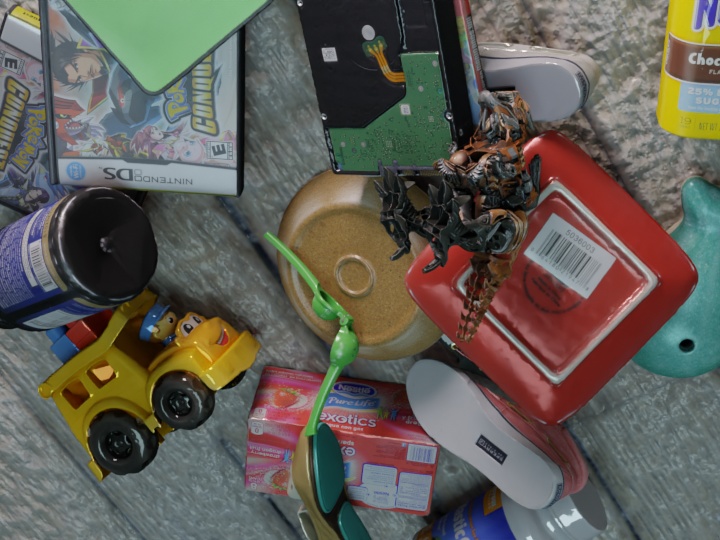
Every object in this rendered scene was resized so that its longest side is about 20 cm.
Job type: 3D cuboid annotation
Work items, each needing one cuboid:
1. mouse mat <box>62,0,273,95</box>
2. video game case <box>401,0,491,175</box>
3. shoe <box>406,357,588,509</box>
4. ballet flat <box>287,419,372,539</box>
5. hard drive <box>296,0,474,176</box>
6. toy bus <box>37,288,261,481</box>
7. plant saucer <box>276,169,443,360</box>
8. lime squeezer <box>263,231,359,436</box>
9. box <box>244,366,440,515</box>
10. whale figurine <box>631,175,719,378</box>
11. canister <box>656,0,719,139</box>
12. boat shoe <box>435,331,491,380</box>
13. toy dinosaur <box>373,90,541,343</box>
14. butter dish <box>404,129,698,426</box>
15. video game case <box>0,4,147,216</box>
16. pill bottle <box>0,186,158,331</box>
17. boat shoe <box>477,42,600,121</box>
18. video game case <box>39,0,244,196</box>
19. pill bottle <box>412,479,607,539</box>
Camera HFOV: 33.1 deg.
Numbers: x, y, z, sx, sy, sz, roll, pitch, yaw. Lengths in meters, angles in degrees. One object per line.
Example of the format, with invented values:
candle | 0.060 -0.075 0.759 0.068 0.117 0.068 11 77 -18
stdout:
mouse mat | -0.187 -0.266 1.029 0.161 0.008 0.200 -35 108 19
video game case | 0.041 -0.179 1.061 0.143 0.017 0.200 1 116 35
shoe | 0.138 0.160 1.219 0.200 0.091 0.072 41 111 28
ballet flat | -0.042 0.235 1.225 0.063 0.069 0.200 -3 121 26
hard drive | 0.021 -0.179 1.038 0.140 0.038 0.200 4 117 34
toy bus | -0.232 0.086 1.246 0.200 0.136 0.192 -36 94 22
plant saucer | 0.000 0.000 1.169 0.200 0.035 0.201 9 111 23
lime squeezer | -0.038 0.053 1.159 0.071 0.038 0.200 -15 86 34
box | -0.016 0.180 1.281 0.200 0.095 0.103 7 121 3
whale figurine | 0.312 0.014 1.138 0.159 0.104 0.200 15 121 -1
canister | 0.329 -0.214 1.014 0.148 0.087 0.200 2 122 6
boat shoe | 0.126 0.071 1.215 0.201 0.074 0.063 42 122 -14
toy dinosaur | 0.098 -0.045 0.990 0.136 0.200 0.102 -2 171 -34
butter dish | 0.168 0.003 1.110 0.200 0.148 0.199 44 95 -3
video game case | -0.283 -0.130 1.171 0.180 0.026 0.200 25 120 -8
pill bottle | -0.294 -0.003 1.161 0.200 0.112 0.112 -17 120 43
boat shoe | 0.116 -0.170 1.072 0.200 0.070 0.071 4 117 34
video game case | -0.196 -0.168 1.101 0.180 0.026 0.200 4 115 2
pill bottle | 0.162 0.290 1.314 0.200 0.112 0.112 -36 110 24
